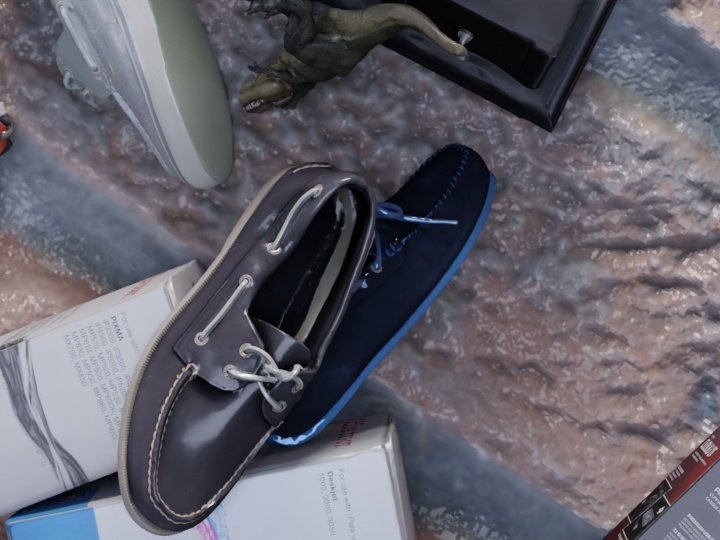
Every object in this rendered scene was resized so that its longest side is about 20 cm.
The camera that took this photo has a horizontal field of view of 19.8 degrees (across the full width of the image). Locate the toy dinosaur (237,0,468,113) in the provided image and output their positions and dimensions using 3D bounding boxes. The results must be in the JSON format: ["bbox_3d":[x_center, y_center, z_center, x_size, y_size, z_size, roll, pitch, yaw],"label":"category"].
[{"bbox_3d":[-0.026,-0.124,1.053,0.088,0.199,0.048,31,73,-23],"label":"toy dinosaur"}]

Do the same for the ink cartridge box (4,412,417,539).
[{"bbox_3d":[-0.070,0.140,1.086,0.198,0.145,0.086,-13,92,3],"label":"ink cartridge box"}]

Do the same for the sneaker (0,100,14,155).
[{"bbox_3d":[-0.226,-0.098,1.132,0.081,0.077,0.202,18,95,-25],"label":"sneaker"}]

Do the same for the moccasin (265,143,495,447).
[{"bbox_3d":[0.000,0.000,1.076,0.068,0.080,0.201,46,61,-18],"label":"moccasin"}]

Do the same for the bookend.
[{"bbox_3d":[0.040,-0.170,1.035,0.199,0.199,0.093,27,84,0],"label":"bookend"}]

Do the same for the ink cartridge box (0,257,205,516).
[{"bbox_3d":[-0.169,0.072,1.087,0.198,0.147,0.084,-21,94,4],"label":"ink cartridge box"}]

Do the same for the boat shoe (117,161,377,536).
[{"bbox_3d":[-0.052,0.035,0.990,0.072,0.063,0.201,35,72,-24],"label":"boat shoe"}]

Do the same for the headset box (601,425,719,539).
[{"bbox_3d":[0.194,0.192,1.111,0.200,0.077,0.149,-43,90,5],"label":"headset box"}]

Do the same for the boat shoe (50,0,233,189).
[{"bbox_3d":[-0.134,-0.132,1.122,0.071,0.070,0.202,-23,93,23],"label":"boat shoe"}]
